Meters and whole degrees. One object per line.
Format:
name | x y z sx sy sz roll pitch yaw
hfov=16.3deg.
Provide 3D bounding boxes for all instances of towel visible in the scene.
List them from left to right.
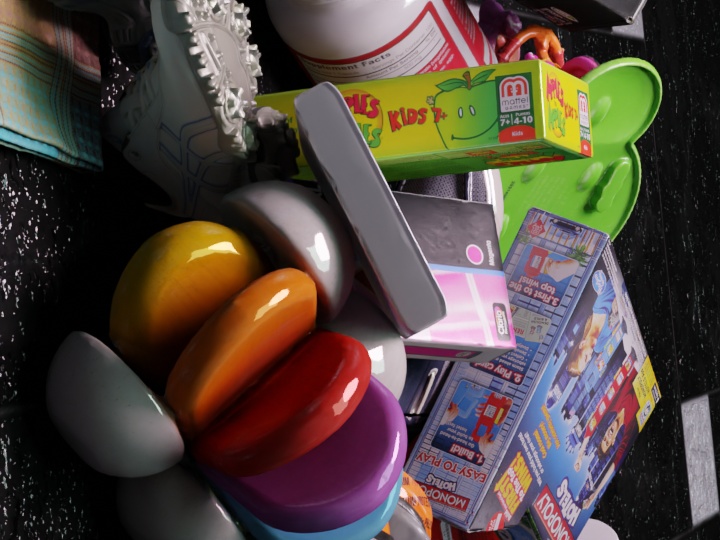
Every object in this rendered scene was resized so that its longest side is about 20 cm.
towel | -0.174 -0.133 1.220 0.200 0.022 0.147 21 66 -67

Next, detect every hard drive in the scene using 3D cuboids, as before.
hard drive | 0.004 -0.027 1.340 0.132 0.027 0.200 63 -1 2

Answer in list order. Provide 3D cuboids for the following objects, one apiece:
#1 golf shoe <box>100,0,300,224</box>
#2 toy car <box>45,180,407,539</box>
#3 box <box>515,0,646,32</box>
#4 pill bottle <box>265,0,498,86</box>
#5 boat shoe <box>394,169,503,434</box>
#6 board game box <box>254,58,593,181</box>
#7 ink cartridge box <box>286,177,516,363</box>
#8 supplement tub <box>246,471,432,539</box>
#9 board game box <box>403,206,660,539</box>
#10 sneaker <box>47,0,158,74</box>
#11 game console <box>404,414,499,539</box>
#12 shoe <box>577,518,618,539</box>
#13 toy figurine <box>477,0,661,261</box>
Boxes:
golf shoe | -0.094 -0.080 1.292 0.200 0.097 0.078 73 18 -56
toy car | -0.044 0.069 1.263 0.175 0.150 0.200 -44 136 -17
box | 0.078 -0.219 1.589 0.048 0.200 0.193 -60 -171 2
pill bottle | 0.008 -0.160 1.582 0.200 0.112 0.112 54 36 -53
boat shoe | 0.033 0.002 1.549 0.093 0.075 0.201 7 89 -66
board game box | 0.027 -0.083 1.485 0.102 0.200 0.048 9 76 -69
ink cartridge box | 0.000 0.000 1.461 0.200 0.037 0.095 5 68 -35
supplement tub | -0.025 0.202 1.384 0.200 0.122 0.123 -73 150 -46
board game box | 0.105 0.099 1.601 0.200 0.062 0.200 -56 148 -22
sneaker | -0.123 -0.170 1.272 0.200 0.074 0.087 57 21 -67
game console | 0.055 0.128 1.717 0.172 0.119 0.200 -40 137 -31
shoe | 0.102 0.256 1.691 0.200 0.071 0.091 -39 137 -26
toy figurine | 0.093 -0.113 1.710 0.150 0.200 0.184 5 36 -39
